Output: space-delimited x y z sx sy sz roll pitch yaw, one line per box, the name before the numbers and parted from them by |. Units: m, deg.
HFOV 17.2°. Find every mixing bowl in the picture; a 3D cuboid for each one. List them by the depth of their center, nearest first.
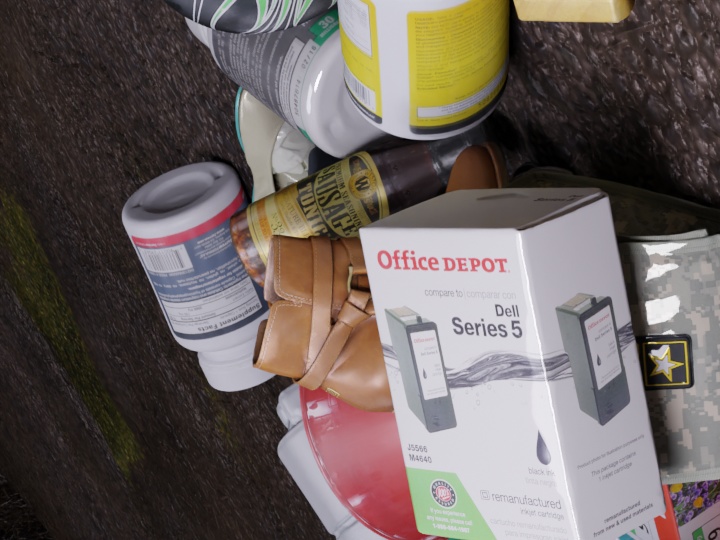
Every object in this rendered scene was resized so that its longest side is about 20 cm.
mixing bowl | 0.065 0.086 1.676 0.108 0.200 0.201 -21 100 44

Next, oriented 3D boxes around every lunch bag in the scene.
lunch bag | 0.162 0.038 1.494 0.200 0.117 0.165 11 117 42

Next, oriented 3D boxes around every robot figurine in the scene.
robot figurine | 0.001 0.185 2.189 0.200 0.113 0.170 56 171 10

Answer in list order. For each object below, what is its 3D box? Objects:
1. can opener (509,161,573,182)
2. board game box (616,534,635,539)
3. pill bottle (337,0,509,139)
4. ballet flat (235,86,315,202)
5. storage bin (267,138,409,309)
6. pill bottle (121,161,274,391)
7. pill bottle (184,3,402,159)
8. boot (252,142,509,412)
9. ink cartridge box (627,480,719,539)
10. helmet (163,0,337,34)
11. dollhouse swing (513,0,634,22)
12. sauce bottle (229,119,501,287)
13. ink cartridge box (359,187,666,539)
can opener | 0.147 0.021 1.636 0.067 0.053 0.201 -50 -57 -75
board game box | 0.152 0.159 1.861 0.200 0.047 0.151 51 160 23
pill bottle | 0.040 -0.184 1.516 0.112 0.112 0.200 48 159 30
ballet flat | -0.061 -0.093 2.022 0.070 0.069 0.200 48 161 30
storage bin | 0.000 0.000 1.844 0.200 0.145 0.135 82 -178 -50
pill bottle | -0.140 0.008 2.277 0.120 0.119 0.201 29 145 57
pill bottle | -0.043 -0.171 1.754 0.200 0.113 0.113 39 153 45
boot | 0.014 -0.005 1.590 0.077 0.155 0.201 139 143 -77
ink cartridge box | 0.218 0.152 1.669 0.200 0.050 0.109 36 150 51
helmet | -0.073 -0.258 1.581 0.201 0.200 0.191 65 166 -18
dollhouse swing | 0.146 -0.255 1.251 0.182 0.175 0.201 -74 -30 -53
sauce bottle | 0.005 -0.054 1.690 0.066 0.199 0.066 57 -165 -24
ink cartridge box | 0.090 0.058 1.425 0.145 0.084 0.201 1 107 49
